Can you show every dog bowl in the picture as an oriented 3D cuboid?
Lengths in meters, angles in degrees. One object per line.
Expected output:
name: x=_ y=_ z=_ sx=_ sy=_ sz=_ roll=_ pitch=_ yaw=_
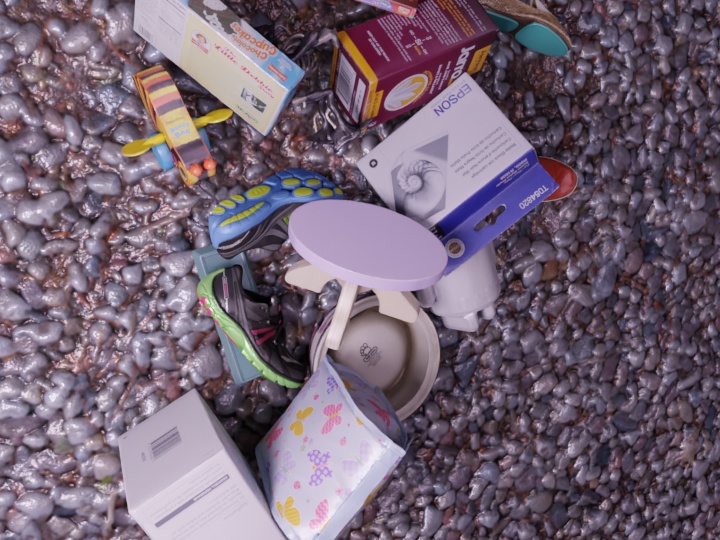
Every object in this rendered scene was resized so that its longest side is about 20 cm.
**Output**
dog bowl: x=0.013 y=0.124 z=0.959 sx=0.199 sy=0.074 sz=0.201 roll=-5 pitch=102 yaw=-23

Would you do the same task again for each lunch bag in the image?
lunch bag: x=-0.029 y=0.230 z=0.814 sx=0.127 sy=0.200 sz=0.170 roll=35 pitch=93 yaw=-22

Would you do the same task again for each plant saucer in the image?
plant saucer: x=-0.163 y=0.057 z=0.897 sx=0.070 sy=0.019 sz=0.201 roll=-21 pitch=107 yaw=-20

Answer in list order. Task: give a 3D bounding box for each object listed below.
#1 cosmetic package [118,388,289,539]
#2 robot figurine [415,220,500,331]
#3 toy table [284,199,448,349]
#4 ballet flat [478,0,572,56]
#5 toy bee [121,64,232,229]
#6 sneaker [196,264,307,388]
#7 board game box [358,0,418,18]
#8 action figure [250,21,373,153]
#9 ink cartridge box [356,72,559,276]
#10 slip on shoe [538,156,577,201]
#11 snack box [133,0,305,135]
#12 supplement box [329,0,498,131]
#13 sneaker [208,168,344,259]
cosmetic package: x=-0.188 y=0.286 z=0.825 sx=0.123 sy=0.199 sz=0.200 roll=-32 pitch=111 yaw=-15
robot figurine: x=0.138 y=-0.012 z=0.969 sx=0.169 sy=0.113 sz=0.201 roll=-32 pitch=113 yaw=-37
toy table: x=0.000 y=0.000 z=0.851 sx=0.184 sy=0.200 sz=0.117 roll=-53 pitch=164 yaw=-42
ballet flat: x=0.236 y=-0.377 z=0.976 sx=0.199 sy=0.070 sz=0.066 roll=12 pitch=80 yaw=-30
toy bee: x=-0.201 y=-0.150 z=0.792 sx=0.131 sy=0.109 sz=0.200 roll=-48 pitch=115 yaw=-12
sneaker: x=-0.126 y=0.076 z=0.866 sx=0.084 sy=0.077 sz=0.200 roll=-40 pitch=114 yaw=-9
board game box: x=-0.020 y=-0.387 z=0.826 sx=0.199 sy=0.019 sz=0.103 roll=14 pitch=67 yaw=-9
action figure: x=-0.076 y=-0.244 z=0.820 sx=0.102 sy=0.119 sz=0.200 roll=-47 pitch=109 yaw=-13
ink cartridge box: x=0.126 y=-0.129 z=0.889 sx=0.199 sy=0.041 sz=0.200 roll=-39 pitch=74 yaw=7
slip on shoe: x=0.263 y=-0.148 z=1.031 sx=0.199 sy=0.061 sz=0.074 roll=8 pitch=95 yaw=-27
snack box: x=-0.164 y=-0.251 z=0.753 sx=0.200 sy=0.116 sz=0.037 roll=39 pitch=66 yaw=-8
supplement box: x=0.067 y=-0.279 z=0.875 sx=0.200 sy=0.110 sz=0.086 roll=-27 pitch=74 yaw=-17
sneaker: x=-0.110 y=-0.074 z=0.873 sx=0.199 sy=0.071 sz=0.083 roll=-28 pitch=148 yaw=-31
